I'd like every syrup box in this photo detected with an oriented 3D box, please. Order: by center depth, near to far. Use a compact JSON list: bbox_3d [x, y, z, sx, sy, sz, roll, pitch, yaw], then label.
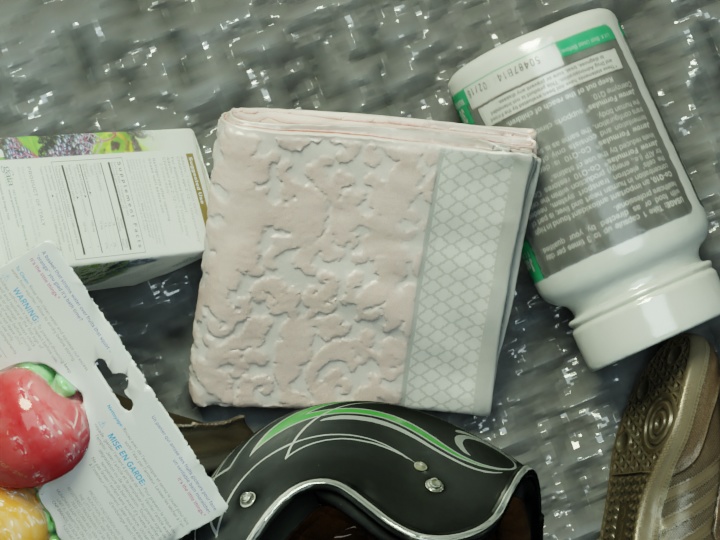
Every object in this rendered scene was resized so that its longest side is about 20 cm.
[{"bbox_3d":[-0.176,-0.031,1.575,0.079,0.200,0.081,-20,84,36],"label":"syrup box"}]

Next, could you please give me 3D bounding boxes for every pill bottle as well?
[{"bbox_3d":[0.142,-0.048,1.655,0.113,0.113,0.200,-23,86,-8],"label":"pill bottle"}]

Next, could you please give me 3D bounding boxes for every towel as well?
[{"bbox_3d":[0.000,0.000,1.618,0.191,0.032,0.200,4,121,-9],"label":"towel"}]

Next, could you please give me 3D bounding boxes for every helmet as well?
[{"bbox_3d":[-0.005,0.168,1.574,0.191,0.200,0.200,9,82,16],"label":"helmet"}]

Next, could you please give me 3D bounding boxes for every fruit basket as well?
[{"bbox_3d":[-0.204,0.102,1.494,0.200,0.094,0.185,-31,107,5],"label":"fruit basket"}]

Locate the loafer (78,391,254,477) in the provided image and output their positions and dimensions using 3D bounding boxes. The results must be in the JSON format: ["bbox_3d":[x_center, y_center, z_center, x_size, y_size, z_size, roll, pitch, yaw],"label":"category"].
[{"bbox_3d":[-0.151,0.097,1.610,0.200,0.073,0.071,-2,75,-28],"label":"loafer"}]

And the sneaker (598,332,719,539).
[{"bbox_3d":[0.196,0.141,1.673,0.076,0.070,0.200,17,88,-22],"label":"sneaker"}]
